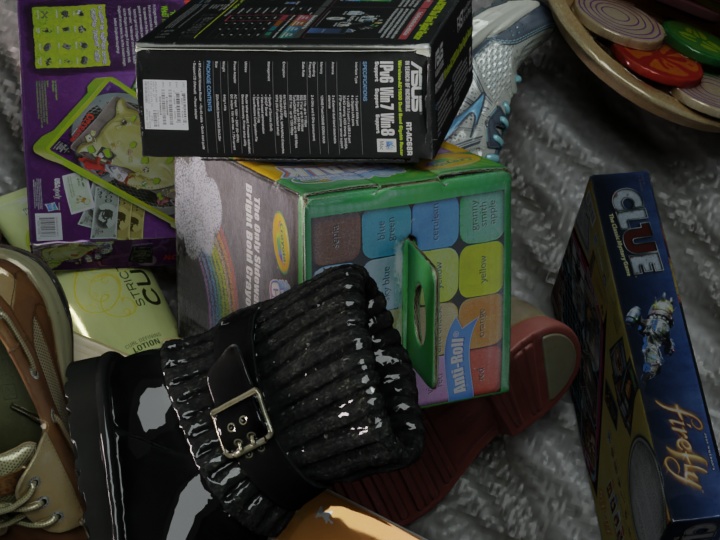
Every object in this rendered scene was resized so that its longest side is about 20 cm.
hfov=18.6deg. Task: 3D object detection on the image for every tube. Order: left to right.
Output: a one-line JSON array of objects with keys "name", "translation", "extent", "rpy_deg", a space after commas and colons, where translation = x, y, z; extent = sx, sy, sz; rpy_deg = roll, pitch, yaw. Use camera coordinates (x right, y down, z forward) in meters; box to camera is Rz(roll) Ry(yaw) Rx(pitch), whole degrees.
[{"name": "tube", "translation": [-0.138, 0.023, 1.228], "extent": [0.058, 0.052, 0.200], "rpy_deg": [12, 39, -52]}]

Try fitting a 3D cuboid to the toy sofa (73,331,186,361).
[{"name": "toy sofa", "translation": [-0.183, 0.047, 1.129], "extent": [0.200, 0.083, 0.098], "rpy_deg": [22, 91, 11]}]

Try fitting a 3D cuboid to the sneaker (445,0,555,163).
[{"name": "sneaker", "translation": [0.054, -0.077, 1.296], "extent": [0.086, 0.078, 0.200], "rpy_deg": [43, 73, 7]}]

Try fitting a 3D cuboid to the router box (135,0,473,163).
[{"name": "router box", "translation": [-0.023, -0.110, 1.167], "extent": [0.150, 0.062, 0.200], "rpy_deg": [1, 17, 9]}]

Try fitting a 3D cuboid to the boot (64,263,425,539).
[{"name": "boot", "translation": [-0.042, 0.112, 1.004], "extent": [0.158, 0.079, 0.211], "rpy_deg": [-15, 77, 10]}]

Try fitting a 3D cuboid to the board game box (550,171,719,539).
[{"name": "board game box", "translation": [0.147, 0.067, 1.180], "extent": [0.035, 0.136, 0.200], "rpy_deg": [-5, 62, -9]}]

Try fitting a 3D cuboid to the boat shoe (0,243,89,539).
[{"name": "boat shoe", "translation": [-0.166, 0.090, 1.047], "extent": [0.076, 0.074, 0.200], "rpy_deg": [-14, 98, 17]}]

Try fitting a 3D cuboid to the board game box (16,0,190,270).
[{"name": "board game box", "translation": [-0.136, -0.085, 1.276], "extent": [0.120, 0.032, 0.200], "rpy_deg": [-5, 50, -5]}]

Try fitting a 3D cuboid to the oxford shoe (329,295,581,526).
[{"name": "oxford shoe", "translation": [0.024, 0.082, 1.212], "extent": [0.200, 0.070, 0.075], "rpy_deg": [-31, 38, -16]}]

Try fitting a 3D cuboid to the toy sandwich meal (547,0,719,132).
[{"name": "toy sandwich meal", "translation": [0.200, -0.169, 1.323], "extent": [0.205, 0.070, 0.205], "rpy_deg": [17, 42, -16]}]

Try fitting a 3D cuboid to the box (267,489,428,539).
[{"name": "box", "translation": [-0.002, 0.186, 1.094], "extent": [0.200, 0.097, 0.124], "rpy_deg": [26, 83, 4]}]

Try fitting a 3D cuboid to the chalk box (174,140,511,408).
[{"name": "chalk box", "translation": [0.000, 0.000, 1.131], "extent": [0.124, 0.125, 0.200], "rpy_deg": [-8, 20, -28]}]

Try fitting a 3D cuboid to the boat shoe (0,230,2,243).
[{"name": "boat shoe", "translation": [-0.299, -0.020, 1.227], "extent": [0.200, 0.072, 0.072], "rpy_deg": [12, 55, -10]}]
